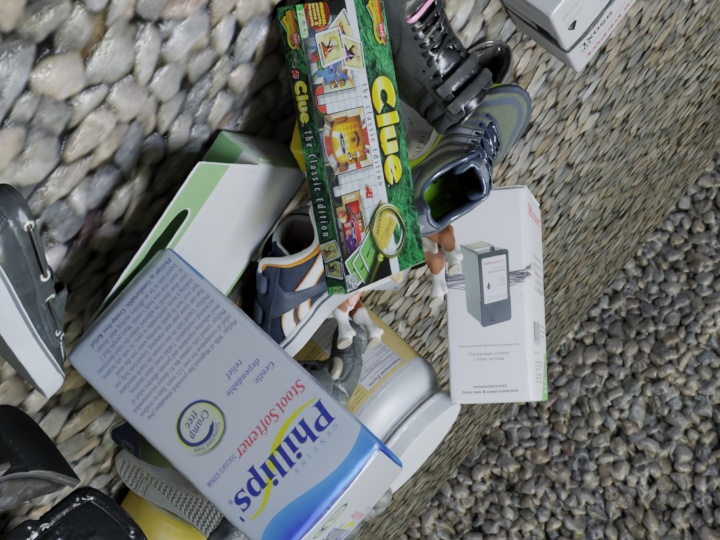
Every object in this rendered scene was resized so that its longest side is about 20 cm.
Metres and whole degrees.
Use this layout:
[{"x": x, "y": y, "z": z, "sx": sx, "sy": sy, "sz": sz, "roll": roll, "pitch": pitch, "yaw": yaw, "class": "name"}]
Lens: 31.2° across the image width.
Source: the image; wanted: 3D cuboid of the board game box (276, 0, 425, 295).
[{"x": -0.004, "y": -0.093, "z": 0.927, "sx": 0.104, "sy": 0.023, "sz": 0.202, "roll": -23, "pitch": 106, "yaw": -54, "class": "board game box"}]

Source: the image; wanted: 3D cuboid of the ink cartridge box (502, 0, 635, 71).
[{"x": 0.203, "y": -0.283, "z": 1.183, "sx": 0.145, "sy": 0.084, "sz": 0.200, "roll": -51, "pitch": 164, "yaw": 6, "class": "ink cartridge box"}]

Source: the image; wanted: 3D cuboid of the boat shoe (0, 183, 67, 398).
[{"x": -0.208, "y": 0.018, "z": 0.796, "sx": 0.057, "sy": 0.068, "sz": 0.201, "roll": -44, "pitch": 160, "yaw": -20, "class": "boat shoe"}]

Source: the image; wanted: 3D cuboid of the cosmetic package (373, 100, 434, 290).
[{"x": 0.033, "y": -0.066, "z": 1.215, "sx": 0.082, "sy": 0.051, "sz": 0.201, "roll": 0, "pitch": 135, "yaw": -30, "class": "cosmetic package"}]

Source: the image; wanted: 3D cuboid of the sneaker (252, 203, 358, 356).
[{"x": -0.051, "y": 0.003, "z": 1.048, "sx": 0.200, "sy": 0.079, "sz": 0.079, "roll": -46, "pitch": -162, "yaw": 43, "class": "sneaker"}]

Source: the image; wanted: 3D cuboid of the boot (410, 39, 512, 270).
[{"x": 0.087, "y": -0.111, "z": 1.283, "sx": 0.183, "sy": 0.072, "sz": 0.200, "roll": -59, "pitch": 174, "yaw": -21, "class": "boot"}]

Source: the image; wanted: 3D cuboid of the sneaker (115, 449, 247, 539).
[{"x": -0.116, "y": 0.186, "z": 1.190, "sx": 0.118, "sy": 0.199, "sz": 0.074, "roll": -41, "pitch": 147, "yaw": -39, "class": "sneaker"}]

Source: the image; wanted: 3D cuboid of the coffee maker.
[{"x": -0.274, "y": 0.269, "z": 1.012, "sx": 0.190, "sy": 0.136, "sz": 0.200, "roll": -9, "pitch": 163, "yaw": -31, "class": "coffee maker"}]

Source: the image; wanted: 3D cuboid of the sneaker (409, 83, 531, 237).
[{"x": 0.089, "y": -0.088, "z": 1.089, "sx": 0.200, "sy": 0.081, "sz": 0.074, "roll": -47, "pitch": 120, "yaw": -25, "class": "sneaker"}]

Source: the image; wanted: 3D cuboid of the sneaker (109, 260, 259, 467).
[{"x": -0.147, "y": 0.070, "z": 1.071, "sx": 0.067, "sy": 0.089, "sz": 0.202, "roll": 81, "pitch": 20, "yaw": -53, "class": "sneaker"}]

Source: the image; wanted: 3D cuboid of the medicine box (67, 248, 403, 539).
[{"x": -0.079, "y": 0.102, "z": 0.906, "sx": 0.103, "sy": 0.200, "sz": 0.182, "roll": -48, "pitch": 167, "yaw": -5, "class": "medicine box"}]

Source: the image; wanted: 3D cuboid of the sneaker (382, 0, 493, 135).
[{"x": 0.061, "y": -0.179, "z": 1.011, "sx": 0.071, "sy": 0.099, "sz": 0.200, "roll": -44, "pitch": 162, "yaw": -14, "class": "sneaker"}]

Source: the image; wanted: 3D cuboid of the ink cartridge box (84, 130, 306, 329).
[{"x": -0.124, "y": -0.031, "z": 0.937, "sx": 0.146, "sy": 0.048, "sz": 0.200, "roll": -54, "pitch": 164, "yaw": 14, "class": "ink cartridge box"}]

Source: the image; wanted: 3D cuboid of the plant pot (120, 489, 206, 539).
[{"x": -0.191, "y": 0.311, "z": 1.289, "sx": 0.200, "sy": 0.199, "sz": 0.191, "roll": -7, "pitch": 120, "yaw": -67, "class": "plant pot"}]

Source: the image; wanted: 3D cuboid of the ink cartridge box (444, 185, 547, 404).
[{"x": 0.135, "y": 0.028, "z": 1.267, "sx": 0.145, "sy": 0.083, "sz": 0.203, "roll": 23, "pitch": 64, "yaw": -75, "class": "ink cartridge box"}]

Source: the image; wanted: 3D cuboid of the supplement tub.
[{"x": -0.014, "y": 0.113, "z": 1.274, "sx": 0.145, "sy": 0.200, "sz": 0.146, "roll": -44, "pitch": 163, "yaw": -17, "class": "supplement tub"}]

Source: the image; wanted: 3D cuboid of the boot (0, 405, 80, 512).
[{"x": -0.307, "y": 0.180, "z": 0.920, "sx": 0.174, "sy": 0.069, "sz": 0.200, "roll": -46, "pitch": 160, "yaw": 5, "class": "boot"}]

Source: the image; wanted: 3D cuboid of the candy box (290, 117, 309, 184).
[{"x": -0.016, "y": -0.105, "z": 1.026, "sx": 0.200, "sy": 0.026, "sz": 0.103, "roll": 64, "pitch": 39, "yaw": -72, "class": "candy box"}]

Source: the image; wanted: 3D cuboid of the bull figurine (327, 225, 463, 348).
[{"x": 0.000, "y": 0.000, "z": 1.148, "sx": 0.199, "sy": 0.122, "sz": 0.065, "roll": -36, "pitch": 153, "yaw": 8, "class": "bull figurine"}]

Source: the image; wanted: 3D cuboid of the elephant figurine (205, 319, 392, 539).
[{"x": -0.058, "y": 0.136, "z": 1.124, "sx": 0.154, "sy": 0.201, "sz": 0.142, "roll": 20, "pitch": 117, "yaw": -34, "class": "elephant figurine"}]
